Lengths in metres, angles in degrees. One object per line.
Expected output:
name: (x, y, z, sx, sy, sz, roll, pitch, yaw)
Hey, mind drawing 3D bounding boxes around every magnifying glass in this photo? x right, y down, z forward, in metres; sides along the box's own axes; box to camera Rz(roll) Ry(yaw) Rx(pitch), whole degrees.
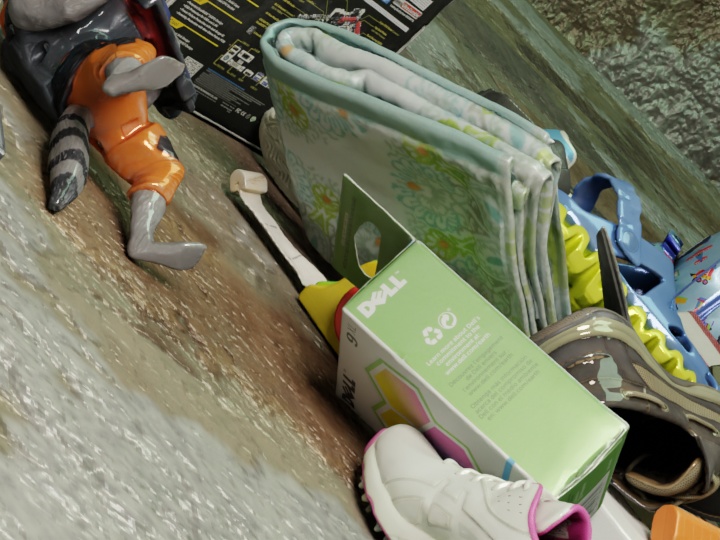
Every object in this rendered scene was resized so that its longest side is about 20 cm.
magnifying glass: (0.230, 0.173, 1.378, 0.200, 0.022, 0.080, 29, 61, -37)

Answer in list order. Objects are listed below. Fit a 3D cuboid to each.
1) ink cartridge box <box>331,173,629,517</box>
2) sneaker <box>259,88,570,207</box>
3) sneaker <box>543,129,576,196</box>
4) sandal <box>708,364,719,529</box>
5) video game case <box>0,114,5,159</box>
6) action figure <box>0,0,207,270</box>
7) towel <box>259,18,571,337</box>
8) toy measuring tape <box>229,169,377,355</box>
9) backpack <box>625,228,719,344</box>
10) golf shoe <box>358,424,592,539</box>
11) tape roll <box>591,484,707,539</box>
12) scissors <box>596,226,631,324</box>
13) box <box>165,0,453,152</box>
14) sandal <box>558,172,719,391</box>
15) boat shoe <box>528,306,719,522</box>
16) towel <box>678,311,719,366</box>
ink cartridge box: (0.040, 0.054, 1.288, 0.200, 0.059, 0.104, 42, -21, 17)
sneaker: (0.038, -0.070, 1.542, 0.199, 0.111, 0.077, 21, -49, 39)
sneaker: (0.119, 0.001, 1.663, 0.077, 0.080, 0.201, -99, 176, -60)
sandal: (0.231, 0.132, 1.501, 0.079, 0.058, 0.202, 1, 44, -8)
video game case: (-0.245, -0.139, 1.159, 0.200, 0.019, 0.143, 40, 14, -27)
action figure: (-0.141, -0.116, 1.250, 0.194, 0.104, 0.201, 54, -11, 49)
towel: (0.032, -0.040, 1.411, 0.200, 0.048, 0.172, 30, -33, 32)
toy measuring tape: (0.000, 0.000, 1.412, 0.200, 0.074, 0.073, 54, 14, 26)
backpack: (0.251, 0.033, 1.855, 0.135, 0.200, 0.183, 47, 13, 4)
golf shoe: (0.066, 0.129, 1.197, 0.075, 0.092, 0.200, 36, 14, -39)
tape roll: (0.147, 0.164, 1.408, 0.202, 0.071, 0.203, 44, 12, -12)
scissors: (0.148, 0.041, 1.368, 0.073, 0.014, 0.200, 39, -23, 17)
box: (-0.053, -0.162, 1.536, 0.200, 0.160, 0.049, 27, 22, -55)
sandal: (0.159, 0.021, 1.455, 0.087, 0.079, 0.200, -43, 105, -38)
boat shoe: (0.156, 0.096, 1.350, 0.200, 0.074, 0.074, 34, 32, -39)
towel: (0.160, 0.078, 1.594, 0.199, 0.023, 0.144, -1, 41, -28)
